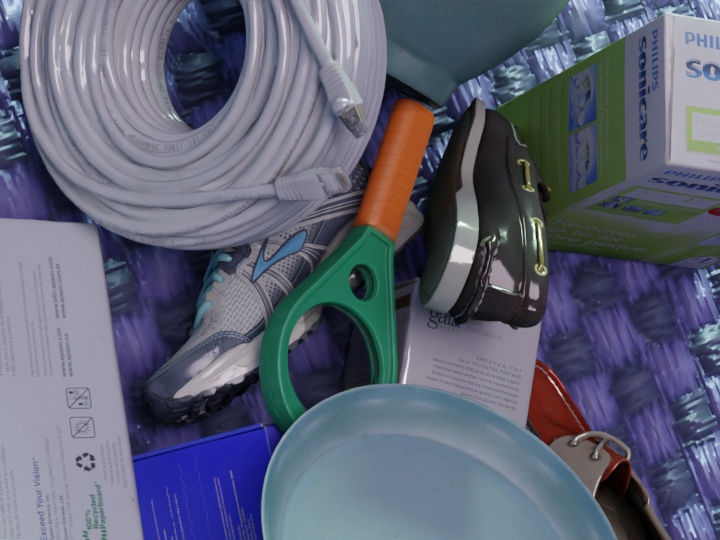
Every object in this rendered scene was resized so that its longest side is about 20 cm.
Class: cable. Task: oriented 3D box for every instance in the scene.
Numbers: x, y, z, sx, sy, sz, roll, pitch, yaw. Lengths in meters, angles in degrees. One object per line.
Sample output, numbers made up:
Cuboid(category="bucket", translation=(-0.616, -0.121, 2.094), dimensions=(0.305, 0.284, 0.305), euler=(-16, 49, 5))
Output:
Cuboid(category="cable", translation=(-0.082, -0.111, 1.140), dimensions=(0.069, 0.199, 0.202), euler=(2, 74, -59))

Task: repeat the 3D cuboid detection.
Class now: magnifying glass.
Cuboid(category="magnifying glass", translation=(0.000, 0.000, 1.166), dimensions=(0.079, 0.022, 0.201), euler=(35, 62, -31))

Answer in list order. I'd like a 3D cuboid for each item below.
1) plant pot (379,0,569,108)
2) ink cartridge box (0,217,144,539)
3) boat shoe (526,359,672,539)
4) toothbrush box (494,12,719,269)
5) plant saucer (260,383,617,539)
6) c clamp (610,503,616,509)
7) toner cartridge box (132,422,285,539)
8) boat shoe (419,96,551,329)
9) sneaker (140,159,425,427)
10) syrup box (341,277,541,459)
Cuboid(category="plant pot", translation=(0.021, -0.172, 1.211), dimensions=(0.199, 0.200, 0.135), euler=(27, 92, -16))
Cuboid(category="ink cartridge box", translation=(-0.214, 0.060, 1.088), dimensions=(0.198, 0.043, 0.198), euler=(3, 54, -21))
Cuboid(category="boat shoe", translation=(0.129, 0.126, 1.214), dimensions=(0.071, 0.063, 0.201), euler=(3, 51, -38))
Cuboid(category="toothbrush box", translation=(0.180, -0.066, 1.238), dimensions=(0.145, 0.200, 0.087), euler=(7, 75, -23))
Cuboid(category="plant saucer", translation=(0.040, 0.144, 1.090), dimensions=(0.199, 0.027, 0.201), euler=(16, 45, -17))
Cuboid(category="c clamp", translation=(0.144, 0.262, 1.249), dimensions=(0.171, 0.027, 0.200), euler=(43, 64, -15))
Cuboid(category="toner cartridge box", translation=(-0.061, 0.185, 1.134), dimensions=(0.043, 0.094, 0.202), euler=(6, 71, -69))
Cuboid(category="boat shoe", translation=(0.071, -0.029, 1.206), dimensions=(0.060, 0.072, 0.202), euler=(20, 29, -6))
Cuboid(category="sneaker", translation=(-0.058, 0.004, 1.195), dimensions=(0.086, 0.078, 0.200), euler=(48, 55, -1))
Cuboid(category="syrup box", translation=(0.032, 0.114, 1.198), dimensions=(0.078, 0.081, 0.202), euler=(16, 72, -21))
